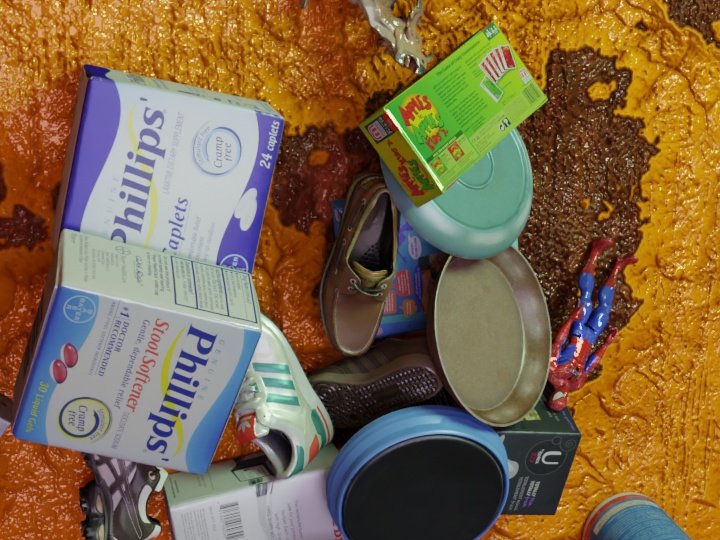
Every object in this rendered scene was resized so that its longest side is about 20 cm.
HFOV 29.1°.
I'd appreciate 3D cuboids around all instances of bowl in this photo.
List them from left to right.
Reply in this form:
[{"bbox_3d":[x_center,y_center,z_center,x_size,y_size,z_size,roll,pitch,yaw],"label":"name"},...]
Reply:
[{"bbox_3d":[0.063,0.233,1.466,0.198,0.040,0.202,-6,124,-9],"label":"bowl"}]

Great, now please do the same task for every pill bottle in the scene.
[{"bbox_3d":[0.344,0.349,1.610,0.111,0.200,0.114,-4,107,-13],"label":"pill bottle"}]

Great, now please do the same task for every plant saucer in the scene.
[{"bbox_3d":[0.108,-0.112,1.441,0.198,0.027,0.202,12,67,-31],"label":"plant saucer"},{"bbox_3d":[0.131,0.064,1.462,0.199,0.034,0.203,10,76,-46],"label":"plant saucer"}]

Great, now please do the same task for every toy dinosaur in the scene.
[{"bbox_3d":[0.027,-0.306,1.401,0.134,0.086,0.202,17,85,-29],"label":"toy dinosaur"}]

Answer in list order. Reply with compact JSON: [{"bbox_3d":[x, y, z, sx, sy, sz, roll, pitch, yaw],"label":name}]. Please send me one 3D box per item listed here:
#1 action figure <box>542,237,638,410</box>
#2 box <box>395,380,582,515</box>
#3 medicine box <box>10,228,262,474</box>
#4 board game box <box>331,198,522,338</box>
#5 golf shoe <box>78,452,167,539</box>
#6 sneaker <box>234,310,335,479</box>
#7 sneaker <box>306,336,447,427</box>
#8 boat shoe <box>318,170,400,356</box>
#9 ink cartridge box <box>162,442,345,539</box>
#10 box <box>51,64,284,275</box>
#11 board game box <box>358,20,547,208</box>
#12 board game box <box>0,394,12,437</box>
[{"bbox_3d":[0.251,0.064,1.545,0.065,0.052,0.202,31,75,-26],"label":"action figure"},{"bbox_3d":[0.127,0.193,1.545,0.198,0.106,0.123,4,122,-16],"label":"box"},{"bbox_3d":[-0.218,0.081,1.344,0.198,0.103,0.183,14,117,-18],"label":"medicine box"},{"bbox_3d":[0.074,-0.014,1.515,0.198,0.045,0.154,-8,108,-11],"label":"board game box"},{"bbox_3d":[-0.252,0.195,1.469,0.093,0.078,0.202,-3,100,-14],"label":"golf shoe"},{"bbox_3d":[-0.107,0.130,1.467,0.070,0.093,0.201,-19,109,40],"label":"sneaker"},{"bbox_3d":[0.016,0.116,1.504,0.198,0.076,0.071,-13,118,32],"label":"sneaker"},{"bbox_3d":[0.000,0.000,1.440,0.071,0.068,0.202,3,106,-13],"label":"boat shoe"},{"bbox_3d":[-0.108,0.284,1.533,0.198,0.086,0.148,-13,109,-12],"label":"ink cartridge box"},{"bbox_3d":[-0.195,-0.092,1.389,0.198,0.105,0.186,10,103,-17],"label":"box"},{"bbox_3d":[0.097,-0.161,1.405,0.102,0.047,0.200,53,52,-6],"label":"board game box"},{"bbox_3d":[-0.478,0.151,1.409,0.199,0.064,0.148,36,96,-20],"label":"board game box"}]
